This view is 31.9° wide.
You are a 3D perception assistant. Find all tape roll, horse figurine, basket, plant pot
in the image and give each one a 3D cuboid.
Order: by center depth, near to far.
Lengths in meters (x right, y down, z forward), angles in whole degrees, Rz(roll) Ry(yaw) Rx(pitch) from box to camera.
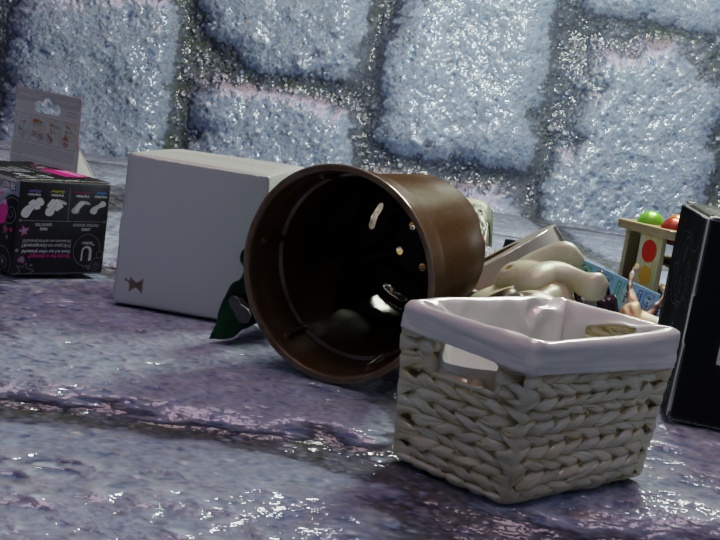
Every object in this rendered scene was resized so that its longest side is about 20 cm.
[{"bbox_3d":[0.133,0.094,0.966,0.198,0.125,0.135,-1,13,-45],"label":"basket"},{"bbox_3d":[0.020,-0.009,1.231,0.198,0.203,0.198,12,13,25],"label":"plant pot"},{"bbox_3d":[0.150,0.007,1.496,0.201,0.037,0.203,-29,0,0],"label":"tape roll"},{"bbox_3d":[0.369,0.071,1.505,0.198,0.050,0.133,24,56,23],"label":"horse figurine"}]

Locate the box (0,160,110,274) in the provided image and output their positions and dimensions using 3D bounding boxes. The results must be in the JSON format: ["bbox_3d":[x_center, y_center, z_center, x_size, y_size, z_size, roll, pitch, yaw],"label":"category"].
[{"bbox_3d":[-0.416,-0.067,1.543,0.131,0.117,0.199,-1,11,-44],"label":"box"}]

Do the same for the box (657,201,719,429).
[{"bbox_3d":[0.377,0.044,1.286,0.122,0.203,0.197,11,9,5],"label":"box"}]

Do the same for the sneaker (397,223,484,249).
[{"bbox_3d":[0.056,-0.014,1.556,0.199,0.083,0.078,-35,8,-19],"label":"sneaker"}]

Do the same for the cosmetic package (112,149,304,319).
[{"bbox_3d":[-0.170,-0.045,1.454,0.164,0.170,0.200,10,9,8],"label":"cosmetic package"}]

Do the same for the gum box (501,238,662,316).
[{"bbox_3d":[0.308,0.018,1.737,0.198,0.045,0.170,22,-1,-18],"label":"gum box"}]

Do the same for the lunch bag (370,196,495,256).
[{"bbox_3d":[0.083,-0.019,1.691,0.197,0.141,0.168,9,25,8],"label":"lunch bag"}]

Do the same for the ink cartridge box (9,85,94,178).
[{"bbox_3d":[-0.436,-0.151,1.792,0.160,0.203,0.050,15,10,38],"label":"ink cartridge box"}]

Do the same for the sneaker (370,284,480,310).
[{"bbox_3d":[0.091,0.056,1.380,0.197,0.078,0.085,14,-7,5],"label":"sneaker"}]

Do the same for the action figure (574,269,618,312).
[{"bbox_3d":[0.201,0.056,1.484,0.197,0.070,0.130,-9,19,1],"label":"action figure"}]

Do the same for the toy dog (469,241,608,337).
[{"bbox_3d":[0.159,0.056,1.226,0.191,0.142,0.200,-4,7,6],"label":"toy dog"}]

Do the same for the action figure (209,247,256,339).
[{"bbox_3d":[-0.081,0.029,1.346,0.054,0.119,0.200,36,9,19],"label":"action figure"}]

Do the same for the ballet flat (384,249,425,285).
[{"bbox_3d":[0.000,0.000,1.459,0.197,0.064,0.069,-11,-30,4],"label":"ballet flat"}]

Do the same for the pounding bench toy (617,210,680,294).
[{"bbox_3d":[0.435,-0.010,1.876,0.123,0.158,0.200,4,9,-27],"label":"pounding bench toy"}]
